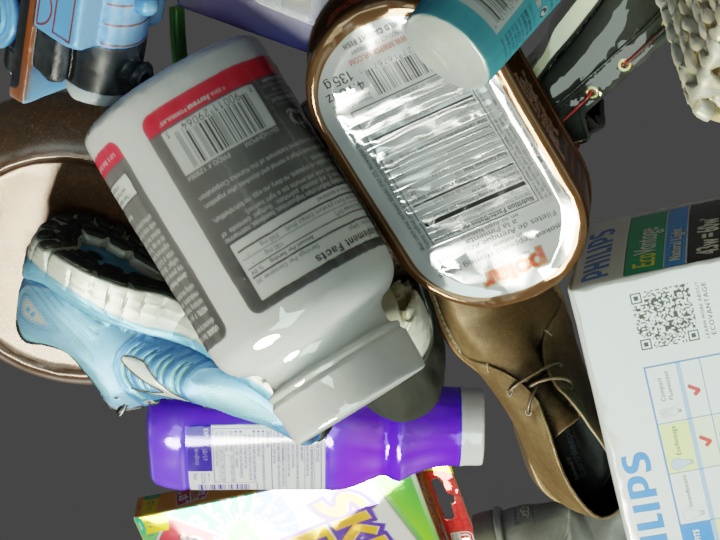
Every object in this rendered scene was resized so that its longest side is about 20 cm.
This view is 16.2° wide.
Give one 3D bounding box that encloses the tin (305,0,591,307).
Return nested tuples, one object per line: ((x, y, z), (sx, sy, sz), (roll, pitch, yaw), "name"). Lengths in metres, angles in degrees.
((0.046, -0.065, 1.332), (0.112, 0.042, 0.200), (-21, 119, 22), "tin")

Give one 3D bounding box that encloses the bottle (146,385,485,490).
((-0.026, 0.092, 1.501), (0.199, 0.065, 0.084), (0, 143, -1), "bottle")

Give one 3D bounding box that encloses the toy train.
((-0.144, -0.175, 1.314), (0.114, 0.087, 0.201), (34, 128, 30), "toy train")

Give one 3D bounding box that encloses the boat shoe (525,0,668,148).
((0.104, -0.090, 1.375), (0.063, 0.074, 0.202), (36, 114, -8), "boat shoe")

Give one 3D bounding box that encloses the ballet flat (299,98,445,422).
((0.000, 0.000, 1.414), (0.068, 0.068, 0.201), (-18, 104, 0), "ballet flat")

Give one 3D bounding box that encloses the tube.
((0.099, -0.177, 1.274), (0.050, 0.200, 0.078), (7, 141, 52), "tube")

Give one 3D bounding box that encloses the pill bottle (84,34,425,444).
((-0.051, -0.014, 1.336), (0.111, 0.111, 0.200), (-32, 86, 22), "pill bottle")

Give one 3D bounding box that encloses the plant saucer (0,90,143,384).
((-0.165, -0.009, 1.474), (0.199, 0.035, 0.201), (2, 121, 3), "plant saucer")

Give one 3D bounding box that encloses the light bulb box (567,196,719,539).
((0.235, 0.061, 1.405), (0.199, 0.125, 0.199), (-11, 105, 12), "light bulb box")

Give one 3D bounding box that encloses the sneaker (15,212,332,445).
((-0.106, 0.046, 1.443), (0.200, 0.078, 0.090), (28, 119, -2), "sneaker")

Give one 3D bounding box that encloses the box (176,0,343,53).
((0.003, -0.212, 1.307), (0.141, 0.079, 0.200), (17, 122, -9), "box")

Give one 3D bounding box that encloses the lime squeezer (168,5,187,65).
((-0.068, -0.051, 1.425), (0.071, 0.038, 0.200), (-38, 113, 1), "lime squeezer")

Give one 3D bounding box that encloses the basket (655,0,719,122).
((0.249, -0.168, 1.216), (0.197, 0.200, 0.161), (11, 122, -10), "basket")

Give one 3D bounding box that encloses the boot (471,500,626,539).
((0.185, 0.192, 1.558), (0.199, 0.073, 0.182), (-17, 120, 7), "boot")

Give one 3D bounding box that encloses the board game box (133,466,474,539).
((-0.032, 0.164, 1.577), (0.199, 0.030, 0.096), (-14, 120, 11), "board game box")

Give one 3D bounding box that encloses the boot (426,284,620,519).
((0.102, 0.056, 1.452), (0.073, 0.075, 0.200), (-31, 109, -4), "boot")
